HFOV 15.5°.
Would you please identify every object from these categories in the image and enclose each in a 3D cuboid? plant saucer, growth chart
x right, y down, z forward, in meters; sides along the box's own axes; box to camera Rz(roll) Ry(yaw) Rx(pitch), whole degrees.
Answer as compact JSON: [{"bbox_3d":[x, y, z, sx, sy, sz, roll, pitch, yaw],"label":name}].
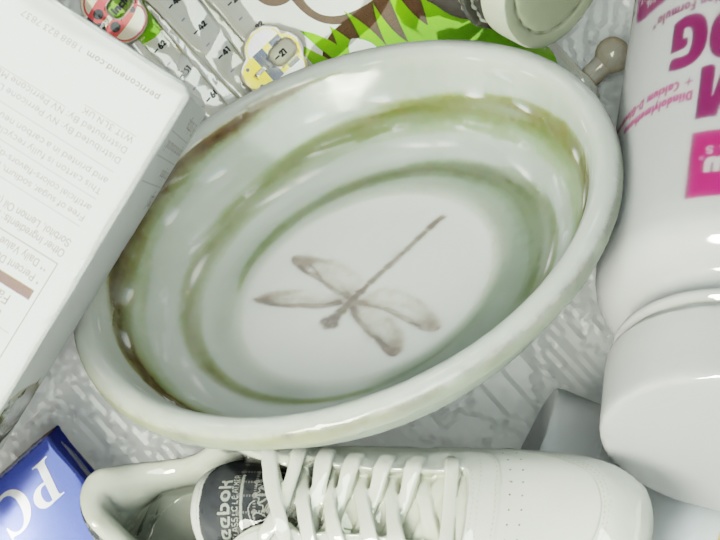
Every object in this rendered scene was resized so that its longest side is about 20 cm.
[{"bbox_3d":[0.000,0.000,0.916,0.199,0.200,0.050,-25,128,0],"label":"plant saucer"},{"bbox_3d":[-0.010,-0.097,0.995,0.200,0.018,0.145,38,90,-2],"label":"growth chart"}]

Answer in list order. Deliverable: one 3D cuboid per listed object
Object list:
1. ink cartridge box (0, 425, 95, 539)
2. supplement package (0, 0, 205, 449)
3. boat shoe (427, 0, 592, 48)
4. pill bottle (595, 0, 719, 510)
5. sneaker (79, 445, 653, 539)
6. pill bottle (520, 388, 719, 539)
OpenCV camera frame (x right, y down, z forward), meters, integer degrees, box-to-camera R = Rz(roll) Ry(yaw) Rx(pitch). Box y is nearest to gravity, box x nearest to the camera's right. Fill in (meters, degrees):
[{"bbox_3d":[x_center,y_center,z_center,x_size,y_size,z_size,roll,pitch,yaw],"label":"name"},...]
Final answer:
[{"bbox_3d":[-0.158,0.159,0.984,0.200,0.044,0.094,-42,92,0],"label":"ink cartridge box"},{"bbox_3d":[-0.150,-0.001,0.850,0.117,0.117,0.201,32,91,-2],"label":"supplement package"},{"bbox_3d":[0.088,-0.176,0.967,0.060,0.072,0.202,25,74,38],"label":"boat shoe"},{"bbox_3d":[0.141,-0.026,0.907,0.113,0.114,0.201,11,60,0],"label":"pill bottle"},{"bbox_3d":[0.000,0.090,0.890,0.199,0.081,0.077,-8,56,27],"label":"sneaker"},{"bbox_3d":[0.145,0.120,0.951,0.199,0.112,0.113,24,91,0],"label":"pill bottle"}]
